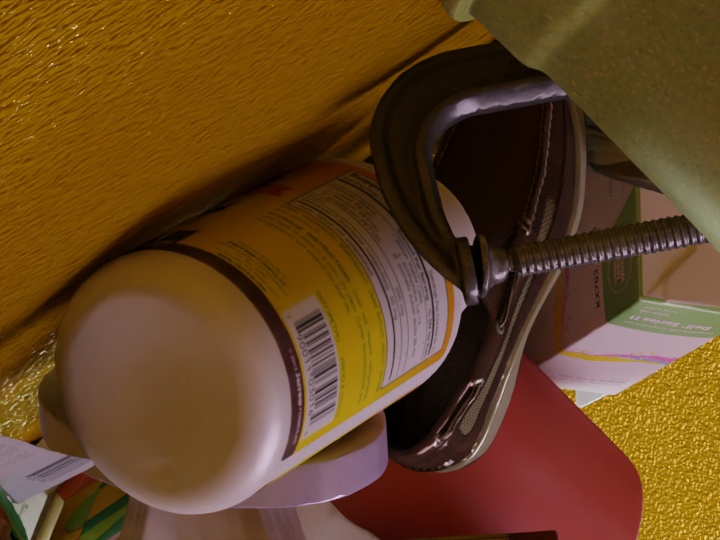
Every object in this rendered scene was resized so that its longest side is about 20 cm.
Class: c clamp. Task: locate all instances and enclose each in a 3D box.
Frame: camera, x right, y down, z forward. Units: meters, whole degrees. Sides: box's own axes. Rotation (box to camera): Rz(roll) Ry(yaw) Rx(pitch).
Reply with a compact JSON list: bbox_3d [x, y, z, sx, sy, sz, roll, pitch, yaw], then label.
[{"bbox_3d":[0.105,-0.033,1.197,0.199,0.171,0.027,-6,151,1],"label":"c clamp"}]

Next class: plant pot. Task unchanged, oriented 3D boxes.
[{"bbox_3d":[0.164,-0.085,1.114,0.200,0.184,0.200,-35,176,-3],"label":"plant pot"},{"bbox_3d":[0.037,0.112,1.539,0.200,0.177,0.201,-46,-157,26],"label":"plant pot"}]

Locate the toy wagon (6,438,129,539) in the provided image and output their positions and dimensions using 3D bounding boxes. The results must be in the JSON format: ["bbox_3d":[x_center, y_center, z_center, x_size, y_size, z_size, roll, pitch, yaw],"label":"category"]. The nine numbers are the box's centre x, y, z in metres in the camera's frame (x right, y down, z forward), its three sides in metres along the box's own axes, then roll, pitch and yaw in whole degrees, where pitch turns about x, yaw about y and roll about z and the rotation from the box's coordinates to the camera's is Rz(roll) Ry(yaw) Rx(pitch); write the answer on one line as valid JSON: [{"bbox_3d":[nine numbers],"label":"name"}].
[{"bbox_3d":[-0.100,0.074,1.507,0.200,0.040,0.155,-32,160,-38],"label":"toy wagon"}]

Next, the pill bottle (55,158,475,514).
[{"bbox_3d":[-0.030,0.019,1.233,0.109,0.109,0.200,-38,175,35],"label":"pill bottle"}]

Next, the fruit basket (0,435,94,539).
[{"bbox_3d":[-0.209,0.109,1.125,0.185,0.094,0.200,-35,160,8],"label":"fruit basket"}]

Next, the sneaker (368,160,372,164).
[{"bbox_3d":[0.000,0.000,1.433,0.075,0.087,0.200,-39,176,25],"label":"sneaker"}]

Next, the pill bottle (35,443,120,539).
[{"bbox_3d":[-0.209,0.189,1.683,0.200,0.112,0.112,-39,175,32],"label":"pill bottle"}]

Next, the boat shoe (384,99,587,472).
[{"bbox_3d":[0.051,-0.004,1.349,0.075,0.074,0.203,0,102,-64],"label":"boat shoe"}]

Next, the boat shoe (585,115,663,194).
[{"bbox_3d":[0.124,-0.081,1.428,0.066,0.072,0.201,-68,-162,6],"label":"boat shoe"}]

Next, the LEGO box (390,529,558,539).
[{"bbox_3d":[0.006,0.201,1.449,0.199,0.077,0.149,-4,143,7],"label":"LEGO box"}]

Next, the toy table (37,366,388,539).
[{"bbox_3d":[-0.062,0.112,1.326,0.183,0.118,0.200,-11,-163,-24],"label":"toy table"}]

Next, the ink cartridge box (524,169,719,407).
[{"bbox_3d":[0.130,-0.006,1.572,0.067,0.118,0.200,7,160,-20],"label":"ink cartridge box"}]
